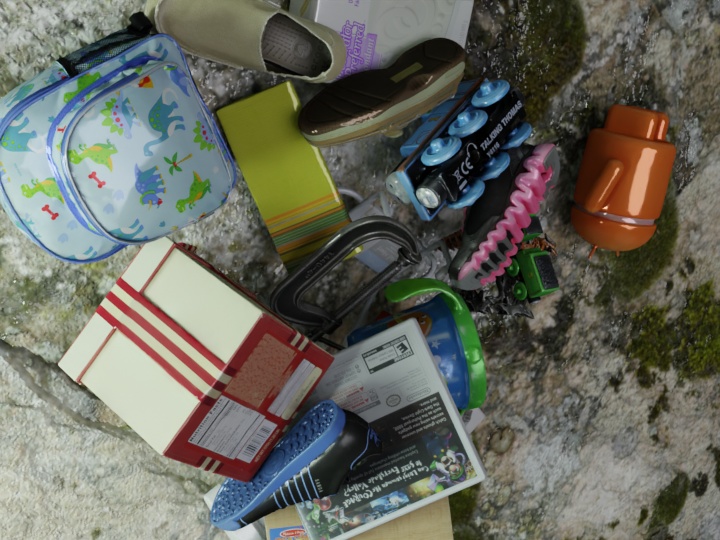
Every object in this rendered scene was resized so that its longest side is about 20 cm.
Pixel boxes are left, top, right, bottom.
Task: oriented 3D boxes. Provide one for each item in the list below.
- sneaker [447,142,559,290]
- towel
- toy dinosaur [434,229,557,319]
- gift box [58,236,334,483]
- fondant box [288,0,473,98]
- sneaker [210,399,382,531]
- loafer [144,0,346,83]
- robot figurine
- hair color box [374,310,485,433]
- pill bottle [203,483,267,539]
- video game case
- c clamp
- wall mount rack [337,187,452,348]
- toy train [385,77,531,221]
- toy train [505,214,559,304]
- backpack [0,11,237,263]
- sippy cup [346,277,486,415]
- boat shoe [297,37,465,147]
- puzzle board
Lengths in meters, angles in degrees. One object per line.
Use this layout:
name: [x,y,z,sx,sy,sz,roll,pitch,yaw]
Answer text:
sneaker: [0.146,-0.070,1.173,0.200,0.095,0.079,-57,152,-14]
towel: [-0.072,-0.092,1.069,0.086,0.018,0.200,-21,110,5]
toy dinosaur: [0.167,-0.013,1.284,0.200,0.102,0.136,9,87,-19]
gift box: [-0.163,0.093,1.021,0.185,0.187,0.200,-52,150,-7]
fondant box: [0.022,-0.267,1.088,0.200,0.058,0.145,0,108,-34]
sneaker: [-0.066,0.213,1.039,0.078,0.070,0.200,37,117,-27]
loafer: [-0.105,-0.229,0.975,0.200,0.068,0.076,11,101,-13]
robot figurine: [0.338,-0.112,1.332,0.116,0.144,0.200,9,104,-3]
hair color box: [0.059,0.156,1.272,0.111,0.064,0.200,-47,125,-12]
pill bottle: [-0.072,0.236,1.177,0.200,0.116,0.116,-36,124,-18]
video game case: [0.005,0.172,1.073,0.200,0.023,0.182,-25,86,8]
c clamp: [-0.009,0.015,1.114,0.171,0.027,0.200,18,128,-41]
wall mount rack: [0.000,0.000,1.170,0.174,0.075,0.200,-36,131,22]
toy train: [0.106,-0.137,1.136,0.200,0.114,0.087,-50,120,-30]
toy train: [0.186,-0.058,1.225,0.042,0.056,0.200,-10,78,-33]
backpack: [-0.227,-0.105,0.920,0.200,0.147,0.183,-31,120,-17]
sippy cup: [0.057,0.101,1.141,0.130,0.140,0.178,-13,86,-9]
boat shoe: [0.028,-0.166,1.061,0.200,0.072,0.076,-27,142,-18]
puzzle board: [-0.007,0.238,1.105,0.199,0.017,0.151,-7,86,-1]
